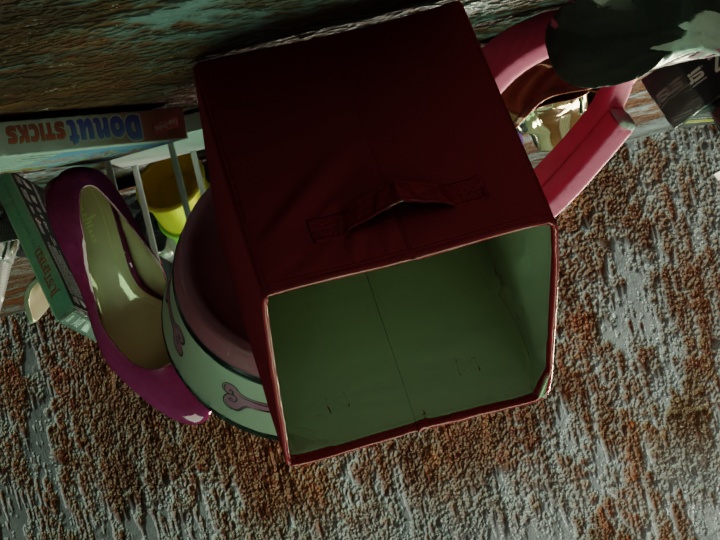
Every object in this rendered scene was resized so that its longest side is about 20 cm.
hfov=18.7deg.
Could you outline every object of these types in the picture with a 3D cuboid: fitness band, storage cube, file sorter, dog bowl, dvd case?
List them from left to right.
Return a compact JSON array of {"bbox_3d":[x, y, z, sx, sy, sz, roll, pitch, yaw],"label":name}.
[{"bbox_3d":[-0.178,0.015,1.612,0.022,0.146,0.200,-42,143,14],"label":"dvd case"},{"bbox_3d":[-0.073,-0.056,1.575,0.198,0.126,0.139,-15,179,3],"label":"file sorter"},{"bbox_3d":[-0.034,0.007,1.423,0.198,0.201,0.074,-14,148,-8],"label":"dog bowl"},{"bbox_3d":[0.009,-0.023,1.286,0.170,0.181,0.201,-14,143,-7],"label":"storage cube"},{"bbox_3d":[0.108,-0.091,1.503,0.143,0.038,0.200,20,119,-44],"label":"fitness band"}]

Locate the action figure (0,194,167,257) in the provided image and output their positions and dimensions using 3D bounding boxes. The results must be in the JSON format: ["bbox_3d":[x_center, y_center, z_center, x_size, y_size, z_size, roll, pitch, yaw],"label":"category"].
[{"bbox_3d":[-0.247,-0.036,1.850,0.130,0.070,0.199,-22,-161,-40],"label":"action figure"}]

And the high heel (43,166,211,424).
[{"bbox_3d":[-0.152,0.022,1.463,0.067,0.201,0.096,-37,-168,-12],"label":"high heel"}]

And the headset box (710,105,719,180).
[{"bbox_3d":[0.336,-0.120,1.548,0.199,0.078,0.149,-35,169,9],"label":"headset box"}]

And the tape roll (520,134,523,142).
[{"bbox_3d":[0.031,-0.099,1.753,0.198,0.066,0.200,-8,-179,0],"label":"tape roll"}]

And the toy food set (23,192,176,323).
[{"bbox_3d":[-0.195,-0.020,1.953,0.199,0.061,0.144,-18,-159,24],"label":"toy food set"}]

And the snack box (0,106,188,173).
[{"bbox_3d":[-0.193,-0.080,1.377,0.071,0.025,0.200,-14,179,31],"label":"snack box"}]

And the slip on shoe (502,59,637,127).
[{"bbox_3d":[0.179,-0.151,1.564,0.199,0.062,0.074,-19,177,-8],"label":"slip on shoe"}]

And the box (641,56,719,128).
[{"bbox_3d":[0.301,-0.166,1.582,0.161,0.049,0.200,-38,171,21],"label":"box"}]

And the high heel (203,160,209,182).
[{"bbox_3d":[-0.054,-0.051,1.867,0.095,0.068,0.200,-5,-158,-29],"label":"high heel"}]

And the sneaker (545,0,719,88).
[{"bbox_3d":[0.214,-0.168,1.371,0.198,0.081,0.086,-6,-168,7],"label":"sneaker"}]

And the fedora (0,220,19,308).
[{"bbox_3d":[-0.320,0.007,1.620,0.175,0.091,0.200,0,180,-3],"label":"fedora"}]

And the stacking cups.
[{"bbox_3d":[-0.124,-0.018,1.814,0.060,0.061,0.200,-14,144,10],"label":"stacking cups"}]

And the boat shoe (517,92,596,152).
[{"bbox_3d":[0.161,-0.139,1.720,0.073,0.076,0.200,-18,179,13],"label":"boat shoe"}]
